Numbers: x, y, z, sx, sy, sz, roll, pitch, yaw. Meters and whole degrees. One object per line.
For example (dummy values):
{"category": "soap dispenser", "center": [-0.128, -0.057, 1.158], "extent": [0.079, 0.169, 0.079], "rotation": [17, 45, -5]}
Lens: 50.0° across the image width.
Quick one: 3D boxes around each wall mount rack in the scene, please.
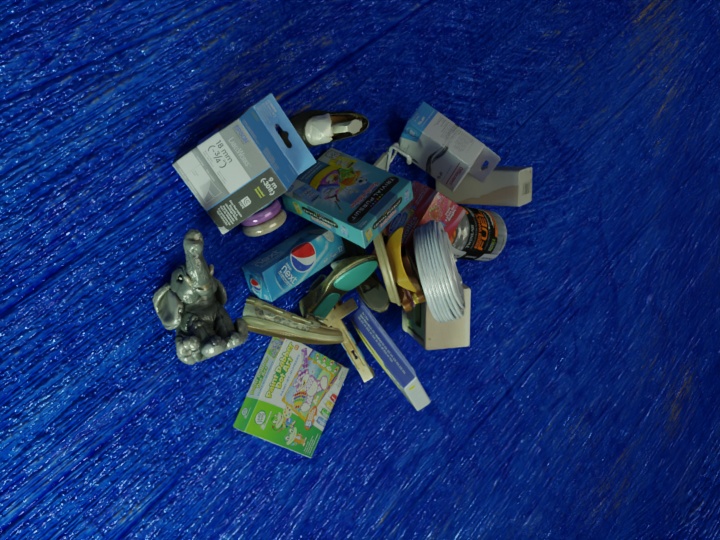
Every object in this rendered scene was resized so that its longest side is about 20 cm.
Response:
{"category": "wall mount rack", "center": [0.044, -0.162, 1.606], "extent": [0.200, 0.074, 0.174], "rotation": [-51, 166, -23]}

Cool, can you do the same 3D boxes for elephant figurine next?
{"category": "elephant figurine", "center": [-0.277, 0.047, 1.301], "extent": [0.202, 0.154, 0.141], "rotation": [67, 14, 1]}

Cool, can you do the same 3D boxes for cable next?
{"category": "cable", "center": [0.152, 0.001, 1.506], "extent": [0.201, 0.069, 0.201], "rotation": [-92, 163, -51]}

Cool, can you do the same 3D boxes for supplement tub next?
{"category": "supplement tub", "center": [0.234, -0.086, 1.766], "extent": [0.199, 0.122, 0.124], "rotation": [2, 97, -44]}

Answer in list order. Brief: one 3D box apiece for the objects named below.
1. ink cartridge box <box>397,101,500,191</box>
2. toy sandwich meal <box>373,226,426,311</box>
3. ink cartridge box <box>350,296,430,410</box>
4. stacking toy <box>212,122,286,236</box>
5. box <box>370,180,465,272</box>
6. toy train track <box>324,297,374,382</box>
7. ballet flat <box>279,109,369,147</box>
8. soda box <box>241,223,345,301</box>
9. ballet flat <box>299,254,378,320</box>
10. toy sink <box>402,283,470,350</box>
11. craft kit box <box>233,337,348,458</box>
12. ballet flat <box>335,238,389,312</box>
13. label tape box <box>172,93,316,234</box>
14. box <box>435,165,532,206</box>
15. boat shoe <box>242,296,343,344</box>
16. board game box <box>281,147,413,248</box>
{"category": "ink cartridge box", "center": [0.180, -0.245, 1.614], "extent": [0.199, 0.116, 0.068], "rotation": [36, 66, 3]}
{"category": "toy sandwich meal", "center": [0.072, -0.020, 1.481], "extent": [0.070, 0.206, 0.207], "rotation": [-15, 116, 3]}
{"category": "ink cartridge box", "center": [0.054, 0.172, 1.554], "extent": [0.047, 0.198, 0.200], "rotation": [-37, 149, -3]}
{"category": "stacking toy", "center": [-0.202, -0.165, 1.358], "extent": [0.085, 0.085, 0.201], "rotation": [-37, 118, -33]}
{"category": "box", "center": [0.118, -0.074, 1.634], "extent": [0.095, 0.100, 0.201], "rotation": [28, 94, -35]}
{"category": "toy train track", "center": [-0.029, 0.129, 1.550], "extent": [0.201, 0.114, 0.032], "rotation": [59, 19, 7]}
{"category": "ballet flat", "center": [-0.062, -0.276, 1.476], "extent": [0.199, 0.068, 0.069], "rotation": [-22, 114, -39]}
{"category": "soda box", "center": [-0.124, -0.021, 1.468], "extent": [0.200, 0.068, 0.065], "rotation": [-36, 121, -34]}
{"category": "ballet flat", "center": [-0.049, 0.022, 1.495], "extent": [0.070, 0.071, 0.200], "rotation": [22, 120, -44]}
{"category": "toy sink", "center": [0.157, 0.081, 1.717], "extent": [0.111, 0.200, 0.132], "rotation": [-4, 105, -13]}
{"category": "craft kit box", "center": [-0.133, 0.249, 1.534], "extent": [0.197, 0.048, 0.201], "rotation": [33, 75, -40]}
{"category": "ballet flat", "center": [0.000, 0.000, 1.543], "extent": [0.067, 0.201, 0.046], "rotation": [-30, 159, -6]}
{"category": "label tape box", "center": [-0.191, -0.179, 1.288], "extent": [0.199, 0.063, 0.145], "rotation": [-34, 108, 2]}
{"category": "box", "center": [0.274, -0.191, 1.719], "extent": [0.095, 0.198, 0.079], "rotation": [-22, 114, -56]}
{"category": "boat shoe", "center": [-0.123, 0.097, 1.447], "extent": [0.198, 0.073, 0.063], "rotation": [14, 74, -17]}
{"category": "board game box", "center": [-0.026, -0.141, 1.445], "extent": [0.151, 0.199, 0.047], "rotation": [-46, 146, -27]}
